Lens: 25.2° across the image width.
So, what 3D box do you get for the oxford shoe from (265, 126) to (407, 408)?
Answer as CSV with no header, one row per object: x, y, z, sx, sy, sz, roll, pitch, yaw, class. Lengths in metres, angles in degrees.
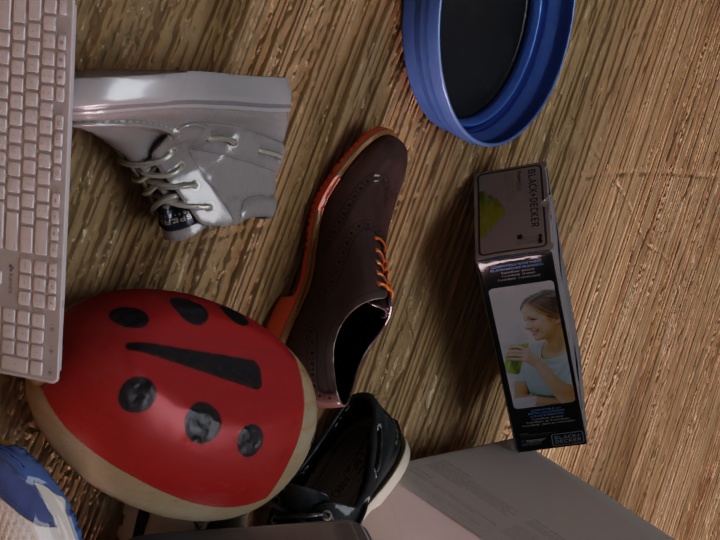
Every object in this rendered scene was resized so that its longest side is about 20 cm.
0.000,0.000,1.087,0.071,0.072,0.202,34,73,-54,oxford shoe

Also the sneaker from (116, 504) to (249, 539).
-0.114,0.216,0.992,0.076,0.080,0.202,-1,104,-57,sneaker

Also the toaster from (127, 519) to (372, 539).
-0.056,0.248,0.922,0.198,0.119,0.182,-2,119,-16,toaster

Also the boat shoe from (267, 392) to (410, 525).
-0.030,0.162,1.103,0.200,0.074,0.067,-49,136,-35,boat shoe

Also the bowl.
0.096,-0.195,1.190,0.200,0.039,0.203,-27,123,-50,bowl

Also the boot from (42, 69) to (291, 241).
-0.104,-0.064,0.908,0.199,0.073,0.097,-7,100,-56,boot

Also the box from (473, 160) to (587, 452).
0.134,0.030,1.268,0.117,0.059,0.201,-86,165,-51,box

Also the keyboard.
-0.176,-0.043,0.828,0.011,0.056,0.202,-43,140,-73,keyboard

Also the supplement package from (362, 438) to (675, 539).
0.114,0.245,1.218,0.199,0.190,0.148,-2,118,-55,supplement package

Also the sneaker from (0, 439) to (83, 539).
-0.198,0.193,0.865,0.088,0.075,0.202,-22,117,-46,sneaker

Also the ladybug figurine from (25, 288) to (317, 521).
-0.099,0.070,0.918,0.199,0.072,0.137,13,56,-43,ladybug figurine
